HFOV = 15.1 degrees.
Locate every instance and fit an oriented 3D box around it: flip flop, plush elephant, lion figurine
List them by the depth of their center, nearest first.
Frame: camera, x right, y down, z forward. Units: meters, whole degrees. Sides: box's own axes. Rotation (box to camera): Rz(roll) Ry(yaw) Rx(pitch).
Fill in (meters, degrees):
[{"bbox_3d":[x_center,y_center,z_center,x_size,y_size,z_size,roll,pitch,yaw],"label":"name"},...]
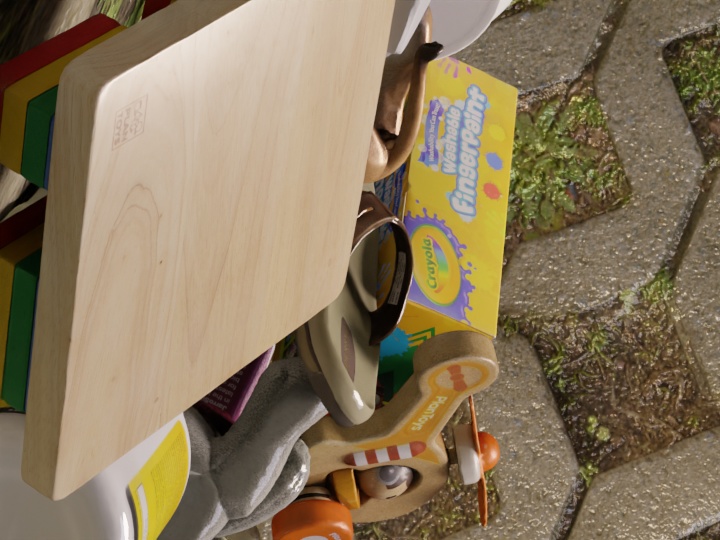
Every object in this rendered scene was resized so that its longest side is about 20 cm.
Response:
[{"bbox_3d":[-0.040,-0.076,1.327,0.072,0.200,0.123,-35,130,-44],"label":"lion figurine"},{"bbox_3d":[0.000,0.000,1.477,0.057,0.081,0.200,-25,-144,20],"label":"flip flop"},{"bbox_3d":[-0.119,0.108,1.514,0.155,0.164,0.201,-155,-102,-74],"label":"plush elephant"}]

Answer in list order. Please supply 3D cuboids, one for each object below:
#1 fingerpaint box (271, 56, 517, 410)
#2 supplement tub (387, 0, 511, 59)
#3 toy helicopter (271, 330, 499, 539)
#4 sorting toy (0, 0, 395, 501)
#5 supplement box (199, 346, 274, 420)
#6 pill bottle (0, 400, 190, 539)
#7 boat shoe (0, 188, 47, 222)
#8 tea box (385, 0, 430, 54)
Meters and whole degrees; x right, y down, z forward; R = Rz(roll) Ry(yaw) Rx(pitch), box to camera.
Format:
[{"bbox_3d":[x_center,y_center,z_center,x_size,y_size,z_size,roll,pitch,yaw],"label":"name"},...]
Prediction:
[{"bbox_3d":[0.019,-0.006,1.639,0.167,0.073,0.200,-48,-155,44],"label":"fingerpaint box"},{"bbox_3d":[0.040,-0.227,1.642,0.200,0.145,0.146,-73,-175,-55],"label":"supplement tub"},{"bbox_3d":[0.033,0.094,1.538,0.200,0.132,0.079,125,-34,-51],"label":"toy helicopter"},{"bbox_3d":[-0.077,-0.042,1.095,0.199,0.070,0.200,-36,146,-45],"label":"sorting toy"},{"bbox_3d":[-0.130,0.092,1.710,0.131,0.103,0.200,114,1,-57],"label":"supplement box"},{"bbox_3d":[-0.144,0.098,1.304,0.200,0.112,0.112,-57,171,-75],"label":"pill bottle"},{"bbox_3d":[-0.122,-0.010,1.244,0.060,0.072,0.202,-68,171,27],"label":"boat shoe"},{"bbox_3d":[0.012,-0.240,1.159,0.197,0.133,0.200,-65,177,-48],"label":"tea box"}]
